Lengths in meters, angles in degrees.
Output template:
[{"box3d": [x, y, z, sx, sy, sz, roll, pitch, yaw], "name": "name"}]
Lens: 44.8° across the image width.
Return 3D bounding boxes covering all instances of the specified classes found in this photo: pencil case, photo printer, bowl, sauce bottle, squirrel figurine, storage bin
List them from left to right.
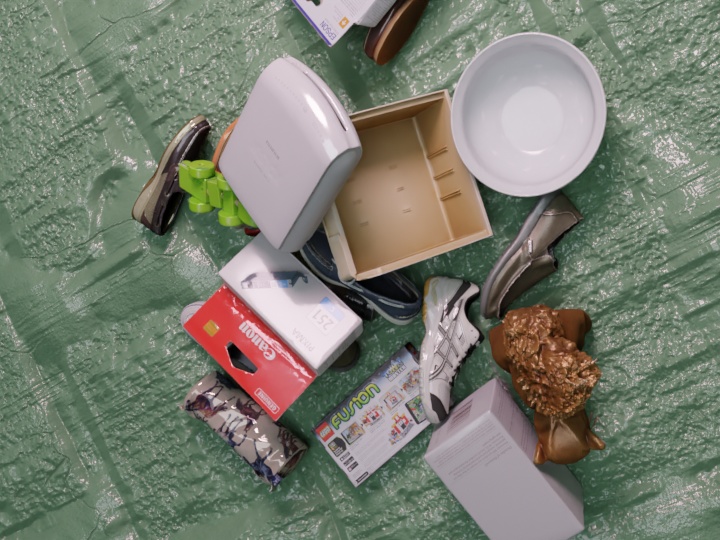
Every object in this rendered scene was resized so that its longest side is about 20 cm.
[{"box3d": [-0.179, 0.240, 1.324, 0.199, 0.078, 0.090, 38, 86, 10], "name": "pencil case"}, {"box3d": [-0.086, -0.147, 1.084, 0.167, 0.069, 0.201, 54, 134, 18], "name": "photo printer"}, {"box3d": [-0.066, 0.020, 1.270, 0.197, 0.065, 0.066, 21, 102, 13], "name": "sauce bottle"}, {"box3d": [0.044, -0.109, 1.152, 0.093, 0.196, 0.203, -16, 93, 63], "name": "storage bin"}, {"box3d": [0.222, -0.199, 1.140, 0.198, 0.090, 0.205, 2, 96, 18], "name": "bowl"}, {"box3d": [0.239, 0.147, 1.105, 0.139, 0.200, 0.190, -12, 71, 12], "name": "squirrel figurine"}]

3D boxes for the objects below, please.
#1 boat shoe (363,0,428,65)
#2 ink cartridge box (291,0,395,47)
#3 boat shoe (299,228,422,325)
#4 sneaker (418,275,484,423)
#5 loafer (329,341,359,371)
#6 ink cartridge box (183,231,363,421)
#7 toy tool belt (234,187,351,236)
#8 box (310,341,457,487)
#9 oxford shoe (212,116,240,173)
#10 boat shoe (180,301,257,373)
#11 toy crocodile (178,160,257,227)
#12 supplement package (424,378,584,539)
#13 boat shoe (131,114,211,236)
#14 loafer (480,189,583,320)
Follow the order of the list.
[{"box3d": [0.059, -0.380, 1.187, 0.070, 0.070, 0.201, 36, 98, 15], "name": "boat shoe"}, {"box3d": [-0.010, -0.422, 1.177, 0.200, 0.040, 0.201, -46, 56, 17], "name": "ink cartridge box"}, {"box3d": [0.000, 0.000, 1.217, 0.199, 0.062, 0.075, 39, 63, 10], "name": "boat shoe"}, {"box3d": [0.126, 0.107, 1.195, 0.086, 0.076, 0.204, 3, 80, 9], "name": "sneaker"}, {"box3d": [-0.093, 0.080, 1.265, 0.197, 0.070, 0.076, 18, 65, 9], "name": "loafer"}, {"box3d": [-0.124, 0.072, 1.200, 0.200, 0.045, 0.176, 41, 77, 17], "name": "ink cartridge box"}, {"box3d": [-0.093, -0.122, 1.244, 0.198, 0.124, 0.125, -8, 81, 42], "name": "toy tool belt"}, {"box3d": [0.033, 0.211, 1.275, 0.200, 0.035, 0.110, -43, 82, 17], "name": "box"}, {"box3d": [-0.149, -0.194, 1.273, 0.073, 0.071, 0.201, 38, 105, 5], "name": "oxford shoe"}, {"box3d": [-0.197, 0.115, 1.323, 0.199, 0.066, 0.073, 35, 105, 11], "name": "boat shoe"}, {"box3d": [-0.192, -0.111, 1.220, 0.199, 0.061, 0.069, 25, 123, 43], "name": "toy crocodile"}, {"box3d": [0.195, 0.272, 1.172, 0.117, 0.117, 0.201, -39, 93, 18], "name": "supplement package"}, {"box3d": [-0.273, -0.141, 1.322, 0.065, 0.073, 0.201, 39, 115, 5], "name": "boat shoe"}, {"box3d": [0.228, -0.013, 1.166, 0.069, 0.075, 0.202, 34, 105, 16], "name": "loafer"}]
